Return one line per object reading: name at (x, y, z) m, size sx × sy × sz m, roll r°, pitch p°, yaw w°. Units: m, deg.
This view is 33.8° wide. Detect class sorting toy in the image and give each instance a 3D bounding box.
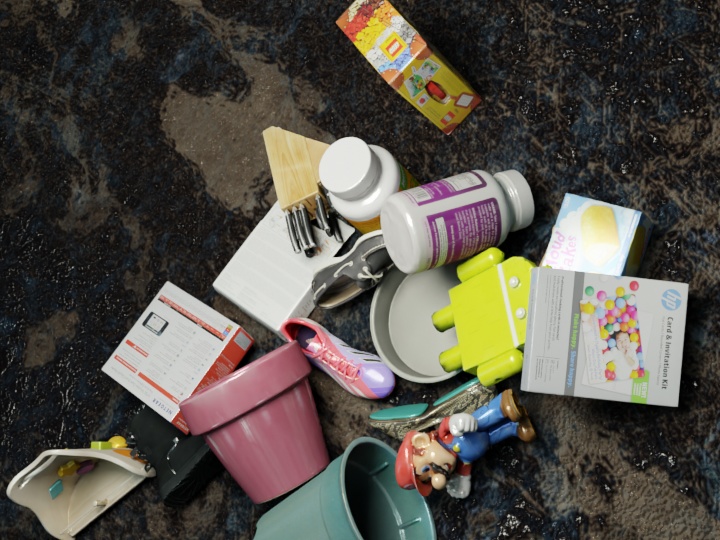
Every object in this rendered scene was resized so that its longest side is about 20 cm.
sorting toy at (-0.460, 0.327, 1.875) m, size 0.199 × 0.179 × 0.108 m, roll -38°, pitch 61°, yaw 15°

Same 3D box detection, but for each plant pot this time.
plant pot at (-0.031, 0.363, 1.616) m, size 0.195 × 0.199 × 0.203 m, roll -33°, pitch 62°, yaw 27°
plant pot at (-0.138, 0.225, 1.705) m, size 0.198 × 0.200 × 0.181 m, roll -27°, pitch 91°, yaw 21°

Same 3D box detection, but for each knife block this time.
knife block at (-0.098, -0.115, 1.836) m, size 0.198 × 0.064 × 0.178 m, roll 21°, pitch 77°, yaw 32°

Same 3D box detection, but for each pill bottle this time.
pill bottle at (0.136, -0.073, 1.629) m, size 0.197 × 0.113 × 0.113 m, roll -17°, pitch 61°, yaw -20°
pill bottle at (0.022, -0.110, 1.695) m, size 0.109 × 0.200 × 0.113 m, roll -11°, pitch 65°, yaw 24°

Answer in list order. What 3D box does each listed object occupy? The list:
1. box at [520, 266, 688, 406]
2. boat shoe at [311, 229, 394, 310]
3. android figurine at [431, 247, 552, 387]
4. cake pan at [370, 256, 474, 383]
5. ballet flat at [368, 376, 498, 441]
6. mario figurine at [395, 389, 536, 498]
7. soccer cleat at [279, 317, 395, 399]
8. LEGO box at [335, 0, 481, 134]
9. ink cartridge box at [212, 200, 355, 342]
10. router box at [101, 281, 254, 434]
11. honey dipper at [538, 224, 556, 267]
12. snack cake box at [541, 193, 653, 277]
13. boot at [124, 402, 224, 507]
box at (0.309, 0.085, 1.499) m, size 0.196 × 0.041 × 0.159 m, roll 7°, pitch 87°, yaw -6°
boat shoe at (0.000, 0.000, 1.720) m, size 0.198 × 0.073 × 0.061 m, roll -25°, pitch 49°, yaw 38°
android figurine at (0.183, 0.059, 1.586) m, size 0.198 × 0.041 × 0.185 m, roll -28°, pitch 57°, yaw 35°
cake pan at (0.107, 0.063, 1.698) m, size 0.197 × 0.037 × 0.204 m, roll -9°, pitch 72°, yaw 28°
ballet flat at (0.105, 0.209, 1.650) m, size 0.197 × 0.068 × 0.076 m, roll -22°, pitch 92°, yaw 22°
mario figurine at (0.137, 0.247, 1.576) m, size 0.198 × 0.106 × 0.125 m, roll -29°, pitch 95°, yaw 15°
soccer cleat at (-0.036, 0.129, 1.741) m, size 0.199 × 0.076 × 0.067 m, roll 31°, pitch 93°, yaw 33°
LEGO box at (0.073, -0.304, 1.725) m, size 0.077 × 0.199 × 0.150 m, roll -44°, pitch 59°, yaw 11°
ink cartridge box at (-0.116, -0.011, 1.859) m, size 0.161 × 0.050 × 0.201 m, roll 31°, pitch 77°, yaw 33°
router box at (-0.290, 0.133, 1.865) m, size 0.199 × 0.049 × 0.181 m, roll 27°, pitch 76°, yaw 40°
honey dipper at (0.239, 0.028, 1.635) m, size 0.038 × 0.038 × 0.202 m, roll 25°, pitch 86°, yaw 33°
snack cake box at (0.302, 0.011, 1.581) m, size 0.114 × 0.067 × 0.203 m, roll 17°, pitch 85°, yaw 32°
boot at (-0.273, 0.253, 1.854) m, size 0.198 × 0.073 × 0.163 m, roll -42°, pitch 54°, yaw 12°
